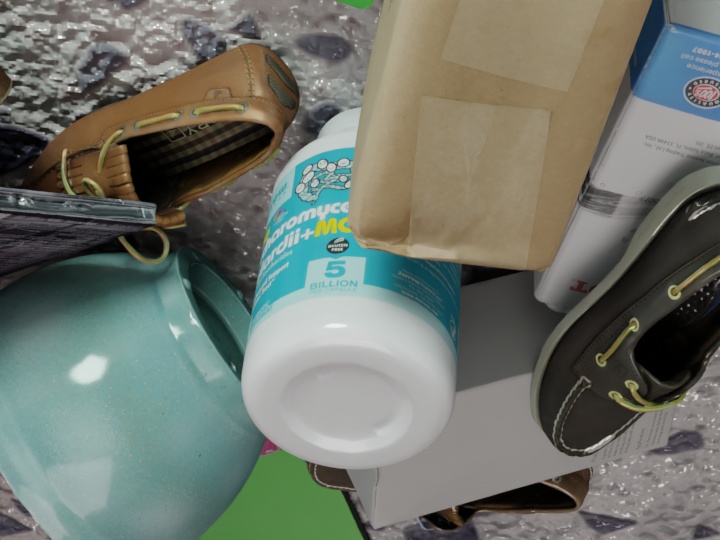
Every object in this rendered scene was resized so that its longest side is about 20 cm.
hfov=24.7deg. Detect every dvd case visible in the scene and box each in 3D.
[{"bbox_3d":[-0.231,-0.014,0.900,0.199,0.016,0.148,-16,168,39],"label":"dvd case"}]

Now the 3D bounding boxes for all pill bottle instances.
[{"bbox_3d":[0.000,0.000,0.892,0.110,0.201,0.111,3,134,3],"label":"pill bottle"}]

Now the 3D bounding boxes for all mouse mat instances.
[{"bbox_3d":[-0.098,0.189,1.221,0.199,0.008,0.161,-9,132,13],"label":"mouse mat"}]

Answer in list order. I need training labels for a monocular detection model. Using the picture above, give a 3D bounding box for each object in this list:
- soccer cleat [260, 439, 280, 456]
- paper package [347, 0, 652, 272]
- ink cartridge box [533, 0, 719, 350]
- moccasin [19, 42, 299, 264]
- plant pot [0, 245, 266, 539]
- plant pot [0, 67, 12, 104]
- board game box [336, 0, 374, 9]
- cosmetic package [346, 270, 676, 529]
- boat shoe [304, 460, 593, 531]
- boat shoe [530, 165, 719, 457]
[{"bbox_3d":[-0.010,0.076,1.058,0.086,0.070,0.200,30,131,-28],"label":"soccer cleat"},{"bbox_3d":[0.066,-0.136,0.759,0.103,0.191,0.201,11,134,-4],"label":"paper package"},{"bbox_3d":[0.193,-0.060,0.893,0.144,0.084,0.201,13,134,-8],"label":"ink cartridge box"},{"bbox_3d":[-0.121,-0.054,0.938,0.200,0.078,0.074,-20,130,23],"label":"moccasin"},{"bbox_3d":[-0.127,0.068,0.993,0.134,0.201,0.200,-32,125,10],"label":"plant pot"},{"bbox_3d":[-0.313,-0.126,0.838,0.186,0.187,0.200,-23,114,25],"label":"plant pot"},{"bbox_3d":[-0.017,-0.223,0.788,0.095,0.030,0.201,20,132,5],"label":"board game box"},{"bbox_3d":[0.086,0.068,0.979,0.199,0.085,0.108,-12,136,-16],"label":"cosmetic package"},{"bbox_3d":[0.056,0.132,1.102,0.199,0.073,0.072,-5,133,10],"label":"boat shoe"},{"bbox_3d":[0.153,0.037,0.872,0.071,0.061,0.202,7,132,-26],"label":"boat shoe"}]
